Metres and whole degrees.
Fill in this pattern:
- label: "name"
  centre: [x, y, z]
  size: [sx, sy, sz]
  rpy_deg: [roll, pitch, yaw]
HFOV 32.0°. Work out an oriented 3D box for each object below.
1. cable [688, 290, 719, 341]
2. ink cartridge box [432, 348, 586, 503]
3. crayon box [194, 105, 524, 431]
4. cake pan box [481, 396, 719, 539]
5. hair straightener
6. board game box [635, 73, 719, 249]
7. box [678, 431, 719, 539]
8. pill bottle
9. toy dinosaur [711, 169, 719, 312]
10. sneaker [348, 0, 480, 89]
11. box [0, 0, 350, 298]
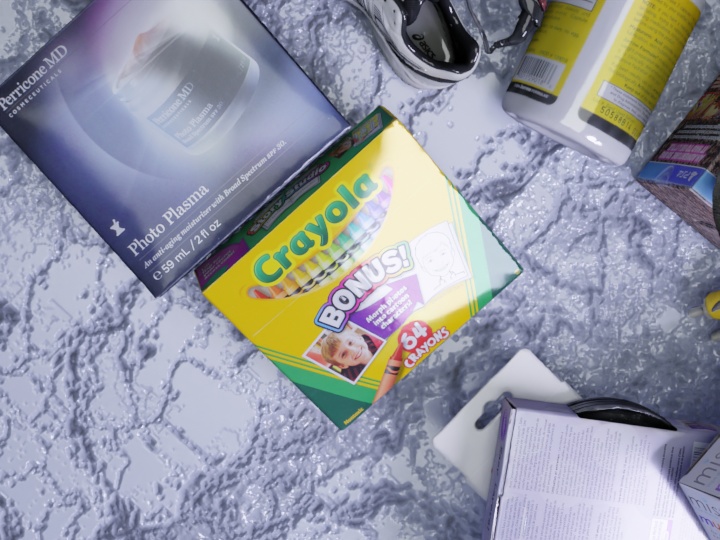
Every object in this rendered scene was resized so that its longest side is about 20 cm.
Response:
- label: "cable"
  centre: [0.355, 0.013, 0.989]
  size: [0.097, 0.200, 0.050]
  rpy_deg: [23, 61, -15]
- label: "ink cartridge box"
  centre: [0.162, 0.164, 1.041]
  size: [0.200, 0.068, 0.116]
  rpy_deg: [44, 93, -7]
- label: "crayon box"
  centre: [0.000, 0.000, 0.997]
  size: [0.200, 0.058, 0.173]
  rpy_deg: [-42, 116, 3]
- label: "cake pan box"
  centre: [0.189, 0.202, 0.988]
  size: [0.184, 0.052, 0.201]
  rpy_deg: [6, 95, -6]
- label: "hair straightener"
  centre: [0.128, -0.263, 0.956]
  size: [0.077, 0.041, 0.200]
  rpy_deg: [20, 105, -8]
- label: "board game box"
  centre: [0.329, -0.115, 0.970]
  size: [0.097, 0.159, 0.200]
  rpy_deg: [38, 95, -6]
- label: "box"
  centre: [0.366, 0.163, 0.962]
  size: [0.200, 0.097, 0.177]
  rpy_deg: [-42, 119, -18]
- label: "pill bottle"
  centre: [0.201, -0.193, 0.981]
  size: [0.111, 0.111, 0.200]
  rpy_deg: [26, 96, -4]
- label: "toy dinosaur"
  centre: [0.292, -0.062, 0.869]
  size: [0.102, 0.077, 0.200]
  rpy_deg: [39, 99, 5]
- label: "sneaker"
  centre: [0.024, -0.225, 0.962]
  size: [0.076, 0.088, 0.200]
  rpy_deg: [-48, 111, -8]
- label: "box"
  centre: [-0.146, -0.119, 0.974]
  size: [0.200, 0.123, 0.198]
  rpy_deg: [-42, 95, 2]
